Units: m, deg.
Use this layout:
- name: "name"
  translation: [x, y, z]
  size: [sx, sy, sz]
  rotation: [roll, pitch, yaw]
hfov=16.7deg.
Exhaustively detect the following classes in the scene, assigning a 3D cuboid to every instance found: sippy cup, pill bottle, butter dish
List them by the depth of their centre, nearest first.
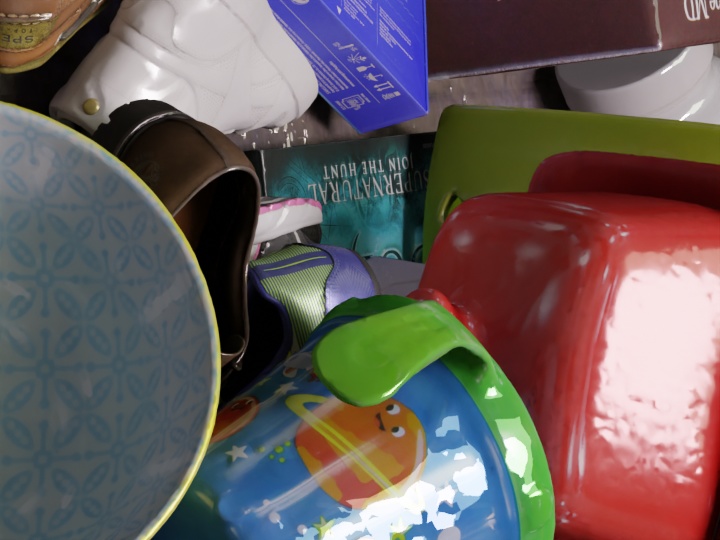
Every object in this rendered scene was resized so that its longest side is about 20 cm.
- name: "sippy cup"
  translation: [-0.016, 0.096, 0.953]
  size: [0.130, 0.139, 0.179]
  rotation: [-27, 114, -35]
- name: "butter dish"
  translation: [0.078, 0.040, 1.085]
  size: [0.147, 0.199, 0.201]
  rotation: [11, 90, -34]
- name: "pill bottle"
  translation: [0.198, -0.062, 1.518]
  size: [0.201, 0.116, 0.117]
  rotation: [63, 38, -33]

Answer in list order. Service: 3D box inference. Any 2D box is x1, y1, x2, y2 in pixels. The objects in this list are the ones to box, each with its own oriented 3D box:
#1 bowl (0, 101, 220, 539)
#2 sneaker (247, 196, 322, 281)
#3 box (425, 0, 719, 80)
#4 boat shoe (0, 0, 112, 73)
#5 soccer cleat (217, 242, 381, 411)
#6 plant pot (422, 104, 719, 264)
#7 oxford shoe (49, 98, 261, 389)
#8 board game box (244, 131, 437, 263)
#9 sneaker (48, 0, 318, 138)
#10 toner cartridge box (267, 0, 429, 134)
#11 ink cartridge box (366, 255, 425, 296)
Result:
- name: "bowl"
  translation: [-0.158, 0.047, 0.903]
  size: [0.108, 0.199, 0.201]
  rotation: [120, -16, -64]
- name: "sneaker"
  translation: [-0.093, 0.020, 1.082]
  size: [0.199, 0.080, 0.087]
  rotation: [-22, 112, -46]
- name: "box"
  translation: [0.109, -0.213, 1.341]
  size: [0.166, 0.163, 0.201]
  rotation: [-16, 99, -61]
- name: "boat shoe"
  translation: [-0.124, -0.153, 1.059]
  size: [0.200, 0.072, 0.068]
  rotation: [-56, 158, -53]
- name: "soccer cleat"
  translation: [-0.056, 0.071, 1.075]
  size: [0.083, 0.065, 0.201]
  rotation: [1, 127, -38]
- name: "plant pot"
  translation: [0.146, 0.036, 1.278]
  size: [0.199, 0.199, 0.183]
  rotation: [29, 73, -48]
- name: "oxford shoe"
  translation: [-0.090, 0.039, 0.969]
  size: [0.072, 0.084, 0.201]
  rotation: [5, 104, -43]
- name: "board game box"
  translation: [0.000, 0.000, 1.267]
  size: [0.200, 0.028, 0.136]
  rotation: [-12, 96, -58]
- name: "sneaker"
  translation: [-0.085, -0.075, 1.110]
  size: [0.116, 0.073, 0.200]
  rotation: [-55, 165, -3]
- name: "toner cartridge box"
  translation: [-0.029, -0.156, 1.204]
  size: [0.200, 0.043, 0.096]
  rotation: [43, 39, -51]
- name: "ink cartridge box"
  translation: [0.008, 0.107, 1.189]
  size: [0.115, 0.067, 0.201]
  rotation: [-28, 121, -52]
